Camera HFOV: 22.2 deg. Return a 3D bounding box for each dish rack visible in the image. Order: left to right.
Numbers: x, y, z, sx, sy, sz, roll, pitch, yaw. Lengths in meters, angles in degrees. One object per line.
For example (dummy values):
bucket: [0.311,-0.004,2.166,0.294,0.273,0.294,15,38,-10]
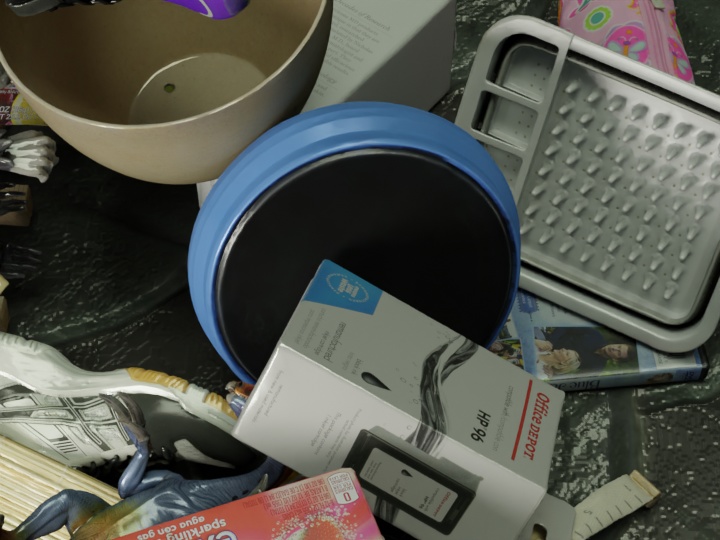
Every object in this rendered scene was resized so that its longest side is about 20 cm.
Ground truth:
dish rack: [0.153,-0.057,1.149,0.199,0.173,0.044,25,28,15]

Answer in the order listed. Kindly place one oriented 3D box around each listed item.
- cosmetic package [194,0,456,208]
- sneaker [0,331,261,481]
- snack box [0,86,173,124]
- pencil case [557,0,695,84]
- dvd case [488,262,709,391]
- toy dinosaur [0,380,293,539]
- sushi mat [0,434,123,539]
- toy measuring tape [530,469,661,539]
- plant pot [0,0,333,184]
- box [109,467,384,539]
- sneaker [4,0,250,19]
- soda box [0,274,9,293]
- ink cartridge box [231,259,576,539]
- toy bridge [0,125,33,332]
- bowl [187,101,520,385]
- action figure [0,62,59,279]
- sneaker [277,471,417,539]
cosmetic package: [-0.021,-0.113,1.228,0.074,0.102,0.200,31,57,20]
sneaker: [-0.157,0.102,1.094,0.198,0.076,0.088,12,70,9]
snack box: [-0.176,-0.190,1.184,0.167,0.201,0.068,-4,43,-28]
pencil case: [0.186,-0.127,1.246,0.087,0.088,0.201,0,48,-3]
dvd case: [0.115,0.016,1.193,0.198,0.018,0.144,-5,54,-5]
toy dinosaur: [-0.123,0.130,1.014,0.180,0.200,0.106,-12,65,-34]
sushi mat: [-0.190,0.153,1.044,0.199,0.012,0.096,24,83,5]
toy measuring tape: [0.101,0.176,1.063,0.073,0.074,0.199,41,39,24]
plant pot: [-0.106,-0.130,1.095,0.198,0.135,0.202,-4,60,6]
box: [-0.081,0.186,0.911,0.198,0.100,0.096,-15,55,-15]
sneaker: [-0.151,-0.173,1.015,0.200,0.070,0.100,35,77,28]
soda box: [-0.295,0.060,1.062,0.068,0.064,0.200,42,77,-15]
ink cartridge box: [0.042,0.087,0.998,0.199,0.068,0.116,29,26,-2]
toy bridge: [-0.251,-0.046,1.211,0.067,0.027,0.201,3,54,1]
bowl: [0.000,0.000,1.069,0.199,0.202,0.039,-8,32,-9]
action figure: [-0.233,-0.089,1.100,0.101,0.201,0.120,-9,53,-4]
sneaker: [0.021,0.135,1.080,0.199,0.070,0.090,-24,73,-19]
